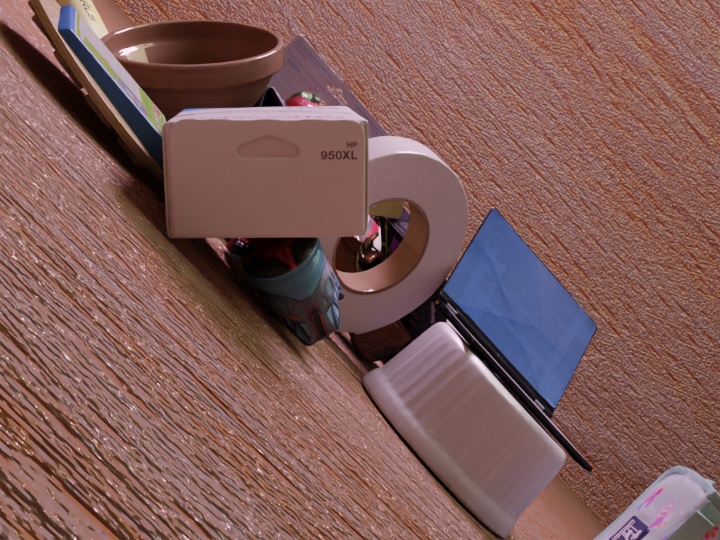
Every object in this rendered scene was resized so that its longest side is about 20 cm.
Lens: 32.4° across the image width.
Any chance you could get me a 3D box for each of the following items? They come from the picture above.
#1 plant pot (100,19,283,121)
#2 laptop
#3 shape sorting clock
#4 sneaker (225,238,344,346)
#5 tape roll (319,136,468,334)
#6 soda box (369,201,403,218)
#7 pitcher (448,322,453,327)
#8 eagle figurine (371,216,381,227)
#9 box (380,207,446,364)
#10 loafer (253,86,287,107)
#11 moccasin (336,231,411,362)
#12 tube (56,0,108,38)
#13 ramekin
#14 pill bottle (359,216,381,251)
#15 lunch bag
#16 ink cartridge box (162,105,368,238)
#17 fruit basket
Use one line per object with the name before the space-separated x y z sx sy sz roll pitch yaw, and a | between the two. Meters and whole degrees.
plant pot | -0.181 -0.203 1.339 0.201 0.198 0.094 -129 -145 -60
laptop | 0.176 0.062 1.224 0.187 0.116 0.200 46 3 -19
shape sorting clock | -0.208 -0.145 1.012 0.201 0.039 0.200 52 2 -3
sneaker | -0.059 0.008 1.032 0.200 0.079 0.096 -111 176 -73
tape roll | 0.012 -0.031 1.195 0.203 0.203 0.037 45 2 -44
soda box | -0.028 -0.098 1.293 0.067 0.065 0.199 18 8 32
pitcher | 0.115 0.080 1.563 0.200 0.172 0.121 48 11 15
eagle figurine | 0.019 -0.057 1.639 0.151 0.198 0.154 -153 -131 -80
box | 0.058 0.048 1.372 0.143 0.036 0.202 -129 -147 -64
loafer | -0.093 -0.105 1.362 0.070 0.067 0.203 137 -57 -60
moccasin | -0.001 -0.001 1.364 0.074 0.077 0.203 49 15 -58
tube | -0.324 -0.296 1.418 0.058 0.052 0.201 -10 50 -37
ramekin | 0.103 0.143 1.170 0.201 0.098 0.200 47 2 -2
pill bottle | -0.073 -0.074 1.470 0.200 0.111 0.111 47 2 -15
lunch bag | 0.270 0.273 1.116 0.122 0.170 0.200 49 0 30
ink cartridge box | -0.071 -0.079 0.940 0.200 0.143 0.085 -112 -159 -80
fruit basket | -0.090 -0.163 1.554 0.185 0.200 0.094 45 3 -22
